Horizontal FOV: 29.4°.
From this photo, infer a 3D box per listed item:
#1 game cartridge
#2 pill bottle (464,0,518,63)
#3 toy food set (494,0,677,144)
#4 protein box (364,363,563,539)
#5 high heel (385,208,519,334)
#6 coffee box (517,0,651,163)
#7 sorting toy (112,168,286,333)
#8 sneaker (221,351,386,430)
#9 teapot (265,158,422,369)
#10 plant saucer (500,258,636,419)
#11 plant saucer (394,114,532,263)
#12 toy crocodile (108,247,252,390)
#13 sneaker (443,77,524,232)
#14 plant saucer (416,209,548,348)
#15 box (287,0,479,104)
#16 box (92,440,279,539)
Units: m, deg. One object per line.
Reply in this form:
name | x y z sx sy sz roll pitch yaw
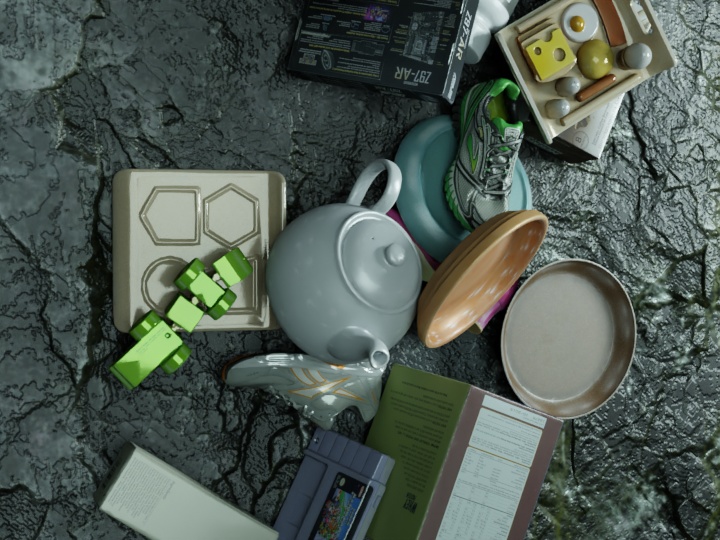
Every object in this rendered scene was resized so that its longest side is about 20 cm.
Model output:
game cartridge | -0.045 0.289 1.580 0.038 0.129 0.201 30 81 -36
pill bottle | 0.144 -0.358 1.642 0.113 0.114 0.201 29 82 -16
toy food set | 0.268 -0.260 1.626 0.199 0.060 0.144 -32 100 -17
protein box | 0.101 0.234 1.584 0.134 0.198 0.201 22 84 -24
high heel | 0.108 -0.023 1.664 0.200 0.067 0.096 44 65 -8
coffee box | 0.269 -0.247 1.701 0.113 0.080 0.201 25 83 -18
sorting toy | -0.186 -0.023 1.583 0.199 0.036 0.186 0 91 -13
sneaker | -0.064 0.141 1.598 0.199 0.076 0.093 3 86 -17
teapot | 0.000 0.000 1.544 0.197 0.146 0.201 -31 90 -43
plant saucer | 0.255 0.084 1.715 0.199 0.032 0.202 -3 96 -25
plant saucer | 0.131 -0.097 1.652 0.199 0.027 0.201 9 71 -27
toy crocodile | -0.201 0.051 1.537 0.067 0.062 0.200 42 87 -11
sneaker | 0.149 -0.134 1.608 0.078 0.085 0.201 9 71 -27
plant saucer | 0.132 0.003 1.557 0.200 0.200 0.037 -42 71 -13
box | 0.029 -0.287 1.582 0.199 0.044 0.161 12 86 22
box | -0.199 0.280 1.561 0.200 0.068 0.082 35 81 -16
